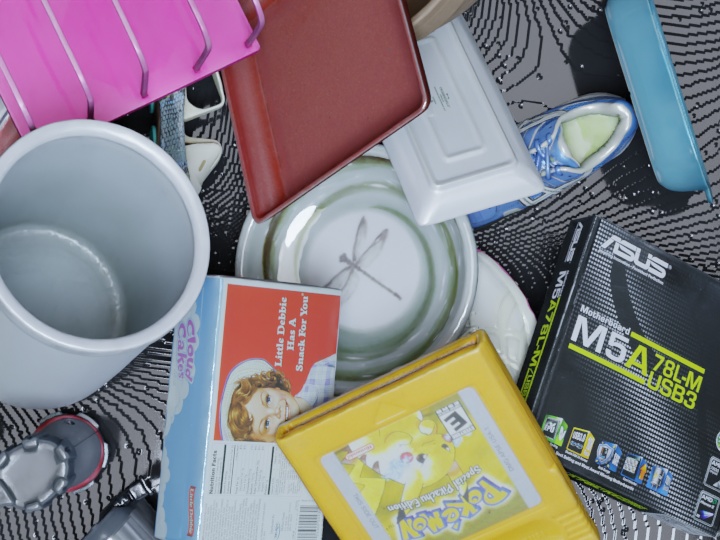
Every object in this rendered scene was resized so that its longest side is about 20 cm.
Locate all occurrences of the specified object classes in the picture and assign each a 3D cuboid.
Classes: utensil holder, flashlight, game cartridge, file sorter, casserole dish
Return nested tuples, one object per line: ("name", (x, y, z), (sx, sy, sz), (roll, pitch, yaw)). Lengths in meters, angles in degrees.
("utensil holder", (-0.222, 0.004, 1.244), (0.169, 0.200, 0.171), (8, 69, -22))
("flashlight", (-0.230, 0.142, 1.262), (0.067, 0.200, 0.068), (8, 86, -4))
("game cartridge", (0.060, 0.162, 1.243), (0.175, 0.032, 0.201), (-26, 111, 13))
("file sorter", (-0.187, -0.195, 1.246), (0.199, 0.125, 0.140), (-27, 92, -10))
("casserole dish", (0.238, -0.145, 1.343), (0.039, 0.121, 0.202), (-18, 88, 14))

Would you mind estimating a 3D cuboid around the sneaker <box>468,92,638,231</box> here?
("sneaker", (0.135, -0.092, 1.352), (0.199, 0.077, 0.076), (-30, 91, -2))

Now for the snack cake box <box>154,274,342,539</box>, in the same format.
("snack cake box", (-0.084, 0.107, 1.263), (0.114, 0.067, 0.202), (7, 87, -35))

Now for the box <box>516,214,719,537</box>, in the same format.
("box", (0.224, 0.085, 1.318), (0.199, 0.047, 0.194), (27, 76, -21))

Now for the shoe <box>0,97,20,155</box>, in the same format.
("shoe", (-0.228, -0.148, 1.342), (0.091, 0.071, 0.201), (35, 91, -3))

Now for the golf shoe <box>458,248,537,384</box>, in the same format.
("golf shoe", (0.100, 0.076, 1.324), (0.091, 0.075, 0.201), (-12, 74, -40))

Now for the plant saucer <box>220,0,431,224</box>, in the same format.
("plant saucer", (-0.027, -0.164, 1.294), (0.037, 0.199, 0.201), (10, 59, -43))

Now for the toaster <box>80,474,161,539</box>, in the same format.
("toaster", (-0.190, 0.266, 1.298), (0.200, 0.114, 0.129), (-44, 94, 5))

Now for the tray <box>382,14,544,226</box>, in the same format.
("tray", (0.062, -0.132, 1.327), (0.107, 0.022, 0.201), (-17, 60, -9))

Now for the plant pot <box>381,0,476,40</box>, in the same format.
("plant pot", (0.053, -0.269, 1.326), (0.092, 0.200, 0.203), (12, 86, -43))

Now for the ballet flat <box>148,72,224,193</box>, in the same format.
("ballet flat", (-0.142, -0.118, 1.344), (0.074, 0.074, 0.202), (-1, 89, -3))

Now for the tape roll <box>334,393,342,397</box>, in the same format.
("tape roll", (-0.017, 0.198, 1.336), (0.201, 0.037, 0.205), (0, 88, 6))

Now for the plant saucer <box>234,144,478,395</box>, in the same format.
("plant saucer", (0.000, 0.000, 1.341), (0.198, 0.050, 0.202), (-1, 86, 14))
